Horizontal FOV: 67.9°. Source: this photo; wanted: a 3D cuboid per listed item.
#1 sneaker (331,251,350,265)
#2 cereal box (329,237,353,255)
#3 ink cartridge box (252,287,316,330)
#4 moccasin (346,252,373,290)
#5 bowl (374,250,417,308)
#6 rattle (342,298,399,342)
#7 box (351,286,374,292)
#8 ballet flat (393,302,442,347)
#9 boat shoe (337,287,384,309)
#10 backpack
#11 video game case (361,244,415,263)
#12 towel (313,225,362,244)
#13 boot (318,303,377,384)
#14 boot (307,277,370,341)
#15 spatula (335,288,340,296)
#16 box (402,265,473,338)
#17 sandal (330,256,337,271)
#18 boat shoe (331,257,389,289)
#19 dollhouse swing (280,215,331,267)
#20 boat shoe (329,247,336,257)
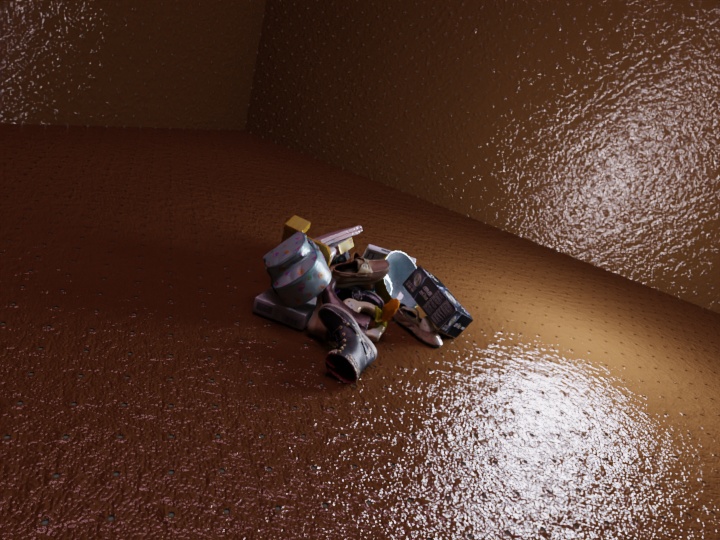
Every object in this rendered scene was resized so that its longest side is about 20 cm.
[{"bbox_3d":[-0.071,-0.010,1.949,0.085,0.078,0.202,-15,31,1],"label":"sneaker"},{"bbox_3d":[-0.134,-0.067,1.914,0.194,0.041,0.144,-15,9,21],"label":"cereal box"},{"bbox_3d":[-0.209,0.102,1.570,0.157,0.052,0.200,19,11,8],"label":"ink cartridge box"},{"bbox_3d":[0.003,0.001,1.775,0.072,0.079,0.203,21,20,-19],"label":"moccasin"},{"bbox_3d":[0.108,0.048,1.814,0.106,0.207,0.197,-21,-10,41],"label":"bowl"},{"bbox_3d":[-0.004,0.104,1.542,0.197,0.144,0.131,35,60,7],"label":"rattle"},{"bbox_3d":[0.014,0.045,1.867,0.080,0.051,0.200,21,21,13],"label":"box"},{"bbox_3d":[0.179,0.163,1.665,0.197,0.069,0.067,31,28,33],"label":"ballet flat"},{"bbox_3d":[-0.019,0.090,1.688,0.195,0.077,0.061,23,19,21],"label":"boat shoe"},{"bbox_3d":[-0.178,0.000,1.509,0.173,0.156,0.201,-32,36,-4],"label":"backpack"},{"bbox_3d":[0.089,-0.021,1.940,0.176,0.023,0.201,17,-26,-6],"label":"video game case"},{"bbox_3d":[-0.115,-0.111,1.909,0.187,0.033,0.198,-23,10,-33],"label":"towel"},{"bbox_3d":[-0.050,0.185,1.356,0.201,0.073,0.151,49,26,-1],"label":"boot"},{"bbox_3d":[-0.049,0.117,1.510,0.160,0.074,0.204,12,52,6],"label":"boot"},{"bbox_3d":[-0.063,0.105,1.635,0.055,0.021,0.202,-25,54,-16],"label":"spatula"},{"bbox_3d":[0.246,0.100,1.703,0.201,0.086,0.163,52,14,32],"label":"box"},{"bbox_3d":[-0.110,0.017,1.852,0.070,0.077,0.212,49,30,-4],"label":"sandal"},{"bbox_3d":[0.000,0.000,1.669,0.194,0.075,0.077,-15,48,-16],"label":"boat shoe"},{"bbox_3d":[-0.171,-0.040,1.715,0.170,0.206,0.182,16,19,2],"label":"dollhouse swing"},{"bbox_3d":[-0.151,-0.033,1.792,0.196,0.072,0.069,-14,19,45],"label":"boat shoe"}]
